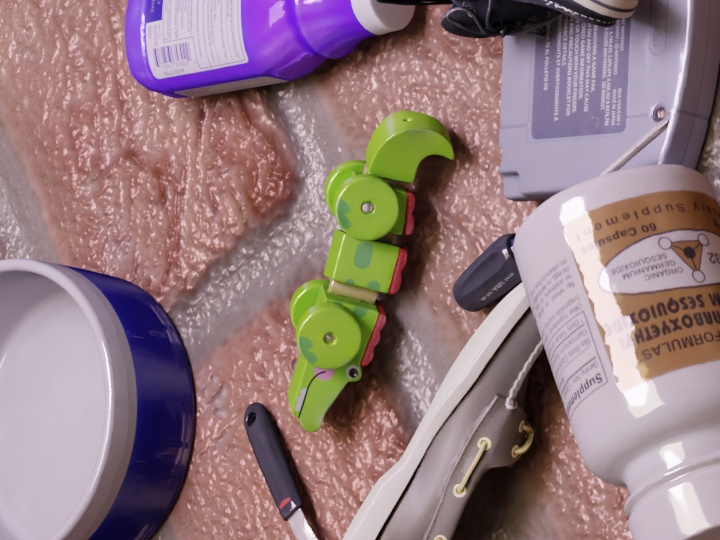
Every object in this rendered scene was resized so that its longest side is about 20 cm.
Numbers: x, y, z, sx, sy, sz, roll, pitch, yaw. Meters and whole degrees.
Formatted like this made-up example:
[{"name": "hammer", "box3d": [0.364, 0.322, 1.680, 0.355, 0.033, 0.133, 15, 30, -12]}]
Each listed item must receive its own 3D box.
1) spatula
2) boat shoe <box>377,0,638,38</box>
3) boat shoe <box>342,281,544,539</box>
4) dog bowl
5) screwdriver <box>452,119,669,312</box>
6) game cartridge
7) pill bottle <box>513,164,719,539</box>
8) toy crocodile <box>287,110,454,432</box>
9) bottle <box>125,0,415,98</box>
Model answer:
[{"name": "spatula", "box3d": [-0.030, 0.159, 1.777, 0.057, 0.021, 0.200, -45, 56, 28]}, {"name": "boat shoe", "box3d": [0.078, -0.158, 1.660, 0.200, 0.075, 0.062, 21, 102, 46]}, {"name": "boat shoe", "box3d": [0.061, 0.098, 1.683, 0.060, 0.072, 0.202, 33, 93, -2]}, {"name": "dog bowl", "box3d": [-0.203, 0.095, 1.900, 0.200, 0.079, 0.200, -8, 77, 39]}, {"name": "screwdriver", "box3d": [0.109, -0.034, 1.653, 0.029, 0.028, 0.200, 39, 135, -2]}, {"name": "game cartridge", "box3d": [0.141, -0.140, 1.670, 0.133, 0.041, 0.200, -3, 81, 44]}, {"name": "pill bottle", "box3d": [0.162, 0.055, 1.566, 0.114, 0.114, 0.200, -33, 63, 33]}, {"name": "toy crocodile", "box3d": [0.000, 0.000, 1.756, 0.068, 0.062, 0.200, -123, 49, -78]}, {"name": "bottle", "box3d": [-0.056, -0.157, 1.823, 0.200, 0.065, 0.084, -7, 79, 40]}]
